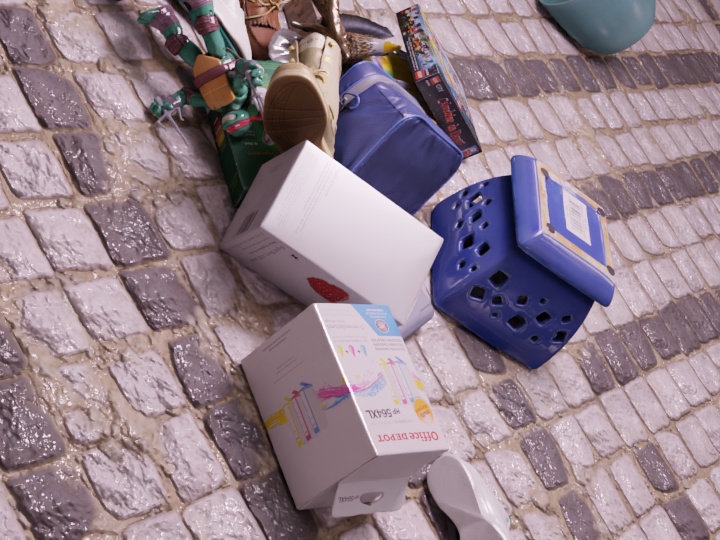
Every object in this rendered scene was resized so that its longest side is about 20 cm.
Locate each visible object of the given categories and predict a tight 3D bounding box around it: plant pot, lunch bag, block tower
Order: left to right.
[{"bbox_3d":[-0.076,-0.385,1.964,0.058,0.054,0.201,14,49,-45],"label":"block tower"},{"bbox_3d":[0.018,-0.167,1.761,0.132,0.136,0.200,52,10,32],"label":"lunch bag"},{"bbox_3d":[0.223,-0.021,1.871,0.200,0.180,0.201,32,38,-27],"label":"plant pot"},{"bbox_3d":[0.455,-0.501,2.615,0.161,0.200,0.201,50,30,-28],"label":"plant pot"}]

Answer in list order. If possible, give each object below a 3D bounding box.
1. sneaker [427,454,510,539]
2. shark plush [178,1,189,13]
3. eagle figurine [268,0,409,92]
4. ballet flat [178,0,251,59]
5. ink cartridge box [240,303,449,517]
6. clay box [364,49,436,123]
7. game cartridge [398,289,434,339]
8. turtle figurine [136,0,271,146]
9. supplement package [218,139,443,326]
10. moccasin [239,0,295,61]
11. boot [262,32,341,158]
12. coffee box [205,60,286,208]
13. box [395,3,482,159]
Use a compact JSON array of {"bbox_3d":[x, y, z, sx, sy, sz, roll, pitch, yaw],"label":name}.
[{"bbox_3d":[0.146,0.301,1.575,0.088,0.075,0.201,26,38,-52],"label":"sneaker"},{"bbox_3d":[-0.242,-0.378,1.745,0.200,0.091,0.084,34,67,-34],"label":"shark plush"},{"bbox_3d":[-0.014,-0.281,1.823,0.151,0.152,0.200,32,-3,15],"label":"eagle figurine"},{"bbox_3d":[-0.185,-0.328,1.656,0.200,0.069,0.070,45,33,-17],"label":"ballet flat"},{"bbox_3d":[-0.011,0.151,1.464,0.128,0.125,0.201,3,56,-50],"label":"ink cartridge box"},{"bbox_3d":[0.048,-0.238,1.982,0.115,0.048,0.201,21,43,-41],"label":"clay box"},{"bbox_3d":[0.000,0.000,1.708,0.200,0.041,0.133,54,37,2],"label":"game cartridge"},{"bbox_3d":[-0.173,-0.220,1.607,0.201,0.149,0.101,64,19,0],"label":"turtle figurine"},{"bbox_3d":[-0.032,-0.030,1.570,0.200,0.121,0.120,34,66,-18],"label":"supplement package"},{"bbox_3d":[-0.134,-0.352,1.836,0.073,0.078,0.202,13,51,-48],"label":"moccasin"},{"bbox_3d":[-0.061,-0.210,1.583,0.200,0.072,0.156,72,20,-60],"label":"boot"},{"bbox_3d":[-0.117,-0.165,1.685,0.122,0.044,0.201,-2,58,-31],"label":"coffee box"},{"bbox_3d":[0.114,-0.269,2.028,0.200,0.038,0.137,52,21,-52],"label":"box"}]
